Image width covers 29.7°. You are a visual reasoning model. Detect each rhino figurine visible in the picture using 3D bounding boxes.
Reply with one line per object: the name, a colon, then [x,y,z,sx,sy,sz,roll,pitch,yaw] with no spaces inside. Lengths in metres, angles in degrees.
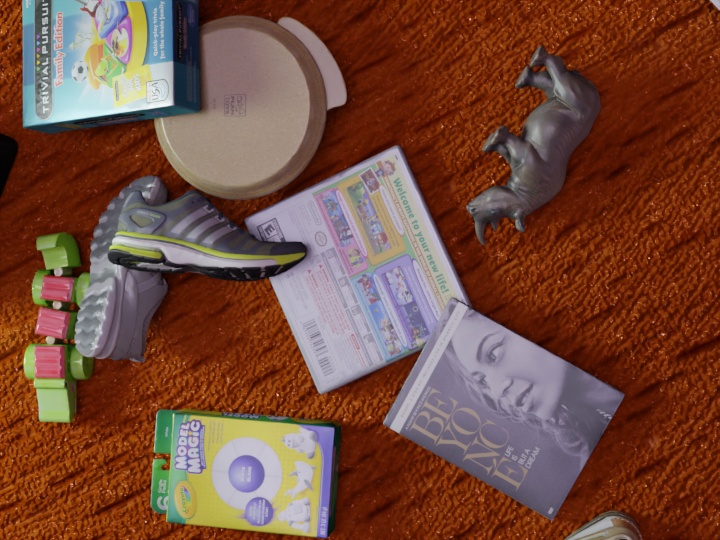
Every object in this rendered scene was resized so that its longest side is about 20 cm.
rhino figurine: [0.168,-0.114,1.353,0.087,0.060,0.201,26,98,-3]

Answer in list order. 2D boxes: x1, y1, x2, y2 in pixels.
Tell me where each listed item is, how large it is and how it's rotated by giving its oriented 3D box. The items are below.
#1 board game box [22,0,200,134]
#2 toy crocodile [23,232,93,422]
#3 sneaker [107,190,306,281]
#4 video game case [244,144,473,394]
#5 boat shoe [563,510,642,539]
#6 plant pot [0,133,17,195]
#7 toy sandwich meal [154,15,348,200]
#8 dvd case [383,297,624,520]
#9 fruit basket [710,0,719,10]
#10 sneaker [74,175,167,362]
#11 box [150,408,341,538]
board game box: [-0.257,-0.228,1.386,0.198,0.047,0.153,-4,85,29]
toy crocodile: [-0.318,0.061,1.428,0.067,0.062,0.202,5,92,9]
sneaker: [-0.150,-0.037,1.360,0.198,0.074,0.082,7,79,-13]
video game case: [0.000,0.000,1.399,0.181,0.022,0.201,-25,86,8]
boat shoe: [0.194,0.314,1.347,0.200,0.068,0.075,-44,84,7]
plant pot: [-0.505,-0.084,1.399,0.198,0.177,0.201,22,93,7]
toy sandwich meal: [-0.115,-0.171,1.396,0.203,0.070,0.207,0,92,12]
dvd case: [0.143,0.139,1.368,0.199,0.016,0.150,29,99,3]
fruit basket: [0.419,-0.307,1.298,0.185,0.094,0.200,-43,88,7]
sneaker: [-0.237,0.000,1.420,0.074,0.082,0.202,5,76,47]
box: [-0.123,0.207,1.407,0.198,0.048,0.119,3,90,10]
